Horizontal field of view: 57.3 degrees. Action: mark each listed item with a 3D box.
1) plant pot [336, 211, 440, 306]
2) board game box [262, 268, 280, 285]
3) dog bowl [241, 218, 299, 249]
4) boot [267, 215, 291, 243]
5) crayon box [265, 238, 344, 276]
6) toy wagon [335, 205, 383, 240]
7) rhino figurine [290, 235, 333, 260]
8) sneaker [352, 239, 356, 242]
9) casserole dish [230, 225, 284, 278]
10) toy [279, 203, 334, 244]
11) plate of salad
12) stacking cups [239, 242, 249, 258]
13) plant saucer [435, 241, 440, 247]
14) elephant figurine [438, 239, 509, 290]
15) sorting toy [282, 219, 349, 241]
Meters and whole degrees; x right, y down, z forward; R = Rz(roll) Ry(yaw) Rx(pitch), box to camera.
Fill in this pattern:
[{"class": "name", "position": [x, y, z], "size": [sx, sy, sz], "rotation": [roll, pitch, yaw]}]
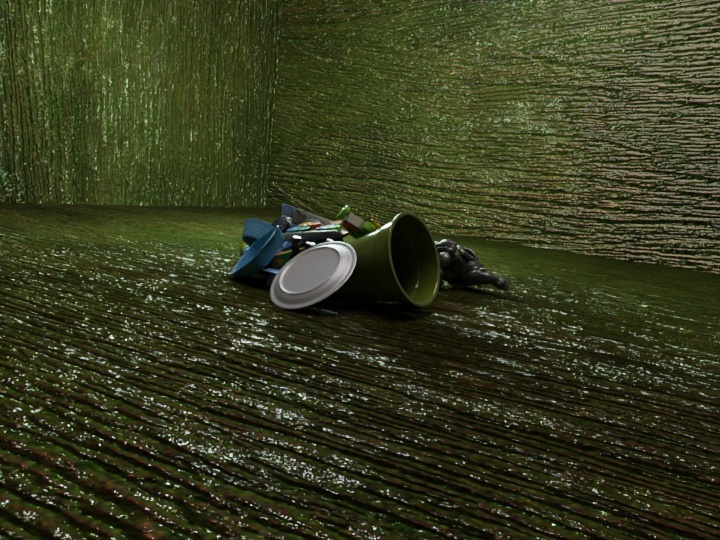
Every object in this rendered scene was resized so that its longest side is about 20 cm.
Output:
[{"class": "plant pot", "position": [0.039, -0.008, 1.414], "size": [0.190, 0.200, 0.200], "rotation": [-12, -3, 34]}, {"class": "board game box", "position": [-0.128, 0.032, 1.520], "size": [0.200, 0.039, 0.158], "rotation": [13, 4, 27]}, {"class": "dog bowl", "position": [-0.232, -0.064, 1.764], "size": [0.200, 0.050, 0.111], "rotation": [37, -24, -29]}, {"class": "boot", "position": [-0.206, -0.081, 1.851], "size": [0.132, 0.070, 0.200], "rotation": [41, -19, -20]}, {"class": "crayon box", "position": [-0.143, -0.036, 1.672], "size": [0.200, 0.058, 0.119], "rotation": [-15, 9, -10]}, {"class": "toy wagon", "position": [0.016, -0.089, 1.536], "size": [0.155, 0.040, 0.200], "rotation": [37, -4, -6]}, {"class": "rhino figurine", "position": [-0.072, -0.024, 1.515], "size": [0.200, 0.088, 0.060], "rotation": [5, 22, -30]}, {"class": "sneaker", "position": [0.056, -0.013, 1.803], "size": [0.200, 0.074, 0.084], "rotation": [24, 41, 5]}, {"class": "casserole dish", "position": [-0.243, -0.037, 1.576], "size": [0.039, 0.121, 0.200], "rotation": [40, -31, -15]}, {"class": "toy", "position": [-0.149, -0.103, 1.859], "size": [0.200, 0.115, 0.047], "rotation": [24, 38, 22]}, {"class": "plate of salad", "position": [-0.095, 0.014, 1.369], "size": [0.200, 0.048, 0.200], "rotation": [-20, 35, 15]}, {"class": "stacking cups", "position": [-0.308, -0.038, 1.817], "size": [0.060, 0.061, 0.200], "rotation": [4, 11, -9]}, {"class": "plant saucer", "position": [0.107, -0.066, 1.711], "size": [0.200, 0.031, 0.200], "rotation": [4, 8, -1]}, {"class": "elephant figurine", "position": [0.279, 0.000, 1.797], "size": [0.200, 0.155, 0.142], "rotation": [14, -38, -20]}, {"class": "sorting toy", "position": [-0.102, -0.105, 1.700], "size": [0.185, 0.037, 0.200], "rotation": [-2, 8, 19]}]
